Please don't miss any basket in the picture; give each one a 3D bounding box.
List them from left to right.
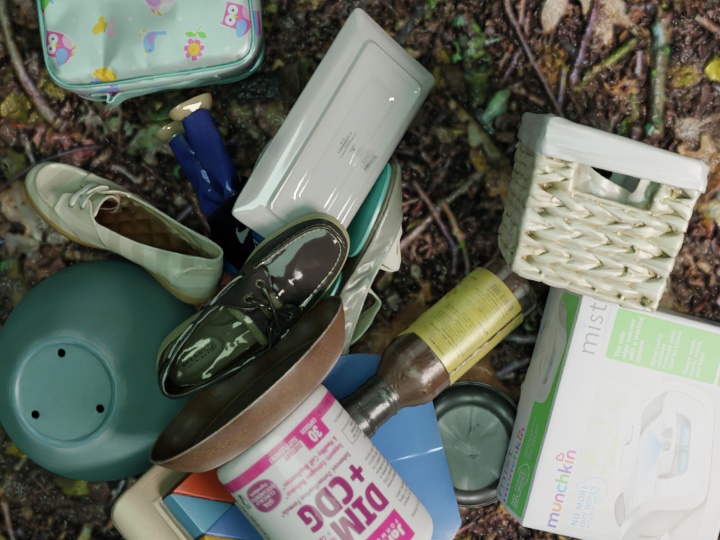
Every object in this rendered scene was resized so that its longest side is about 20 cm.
[{"bbox_3d":[0.186,-0.053,0.921,0.134,0.200,0.125,16,99,1],"label":"basket"}]

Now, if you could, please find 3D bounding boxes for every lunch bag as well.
[{"bbox_3d":[-0.186,-0.231,0.985,0.197,0.077,0.163,-7,94,3],"label":"lunch bag"}]

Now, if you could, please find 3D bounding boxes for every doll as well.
[{"bbox_3d":[-0.108,-0.051,0.979,0.048,0.136,0.202,-26,85,-34],"label":"doll"}]

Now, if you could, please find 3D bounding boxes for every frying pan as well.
[{"bbox_3d":[0.070,0.184,1.025,0.189,0.031,0.115,-39,90,1],"label":"frying pan"}]

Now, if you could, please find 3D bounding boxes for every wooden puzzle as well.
[{"bbox_3d":[-0.090,0.212,0.966,0.186,0.200,0.037,51,134,-2],"label":"wooden puzzle"}]

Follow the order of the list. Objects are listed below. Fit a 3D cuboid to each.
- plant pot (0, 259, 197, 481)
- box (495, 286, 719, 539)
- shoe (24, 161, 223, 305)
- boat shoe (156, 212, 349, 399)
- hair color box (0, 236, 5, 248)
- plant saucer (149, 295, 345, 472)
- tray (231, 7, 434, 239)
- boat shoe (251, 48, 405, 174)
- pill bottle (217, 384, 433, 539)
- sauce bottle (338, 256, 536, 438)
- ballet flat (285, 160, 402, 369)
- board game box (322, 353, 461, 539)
[{"bbox_3d":[-0.238,0.095,0.978,0.197,0.135,0.203,0,93,3],"label":"plant pot"},{"bbox_3d":[0.230,0.129,0.969,0.174,0.097,0.203,15,94,-9],"label":"box"},{"bbox_3d":[-0.206,-0.045,0.993,0.198,0.054,0.070,31,52,0],"label":"shoe"},{"bbox_3d":[-0.085,0.037,0.908,0.200,0.065,0.073,-44,108,9],"label":"boat shoe"},{"bbox_3d":[-0.434,-0.053,1.014,0.200,0.061,0.100,41,94,0],"label":"hair color box"},{"bbox_3d":[-0.084,0.097,0.906,0.199,0.200,0.035,-37,101,4],"label":"plant saucer"},{"bbox_3d":[-0.015,-0.105,0.936,0.107,0.022,0.201,35,84,-36],"label":"tray"},{"bbox_3d":[-0.031,-0.125,0.994,0.069,0.057,0.200,41,94,-1],"label":"boat shoe"},{"bbox_3d":[-0.013,0.200,0.904,0.113,0.113,0.201,-40,92,4],"label":"pill bottle"},{"bbox_3d":[0.063,0.070,0.971,0.199,0.065,0.065,-38,92,-15],"label":"sauce bottle"},{"bbox_3d":[0.000,0.000,1.006,0.063,0.067,0.202,25,95,-27],"label":"ballet flat"},{"bbox_3d":[-0.003,0.177,0.992,0.156,0.039,0.203,-12,83,-16],"label":"board game box"}]
